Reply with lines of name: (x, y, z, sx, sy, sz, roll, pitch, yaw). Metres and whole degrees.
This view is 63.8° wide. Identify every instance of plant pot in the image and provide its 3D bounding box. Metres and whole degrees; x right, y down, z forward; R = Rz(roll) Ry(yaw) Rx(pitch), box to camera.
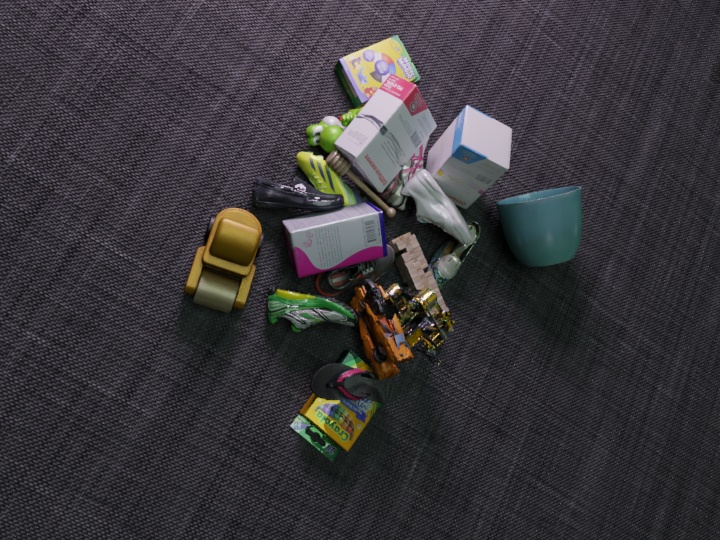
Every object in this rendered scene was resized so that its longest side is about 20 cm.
plant pot: (0.437, -0.101, 1.390, 0.198, 0.200, 0.163, -15, 100, -21)

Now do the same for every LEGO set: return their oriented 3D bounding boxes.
LEGO set: (0.099, 0.116, 1.244, 0.116, 0.199, 0.155, -39, 116, -20)

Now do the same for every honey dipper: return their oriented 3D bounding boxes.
honey dipper: (0.006, -0.184, 1.269, 0.200, 0.038, 0.038, 41, 71, -21)

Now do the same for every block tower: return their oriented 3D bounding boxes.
block tower: (0.130, 0.015, 1.324, 0.057, 0.054, 0.202, -24, 87, -20)

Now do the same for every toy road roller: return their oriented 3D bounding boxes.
toy road roller: (-0.263, -0.025, 1.146, 0.121, 0.146, 0.203, 18, 77, -16)

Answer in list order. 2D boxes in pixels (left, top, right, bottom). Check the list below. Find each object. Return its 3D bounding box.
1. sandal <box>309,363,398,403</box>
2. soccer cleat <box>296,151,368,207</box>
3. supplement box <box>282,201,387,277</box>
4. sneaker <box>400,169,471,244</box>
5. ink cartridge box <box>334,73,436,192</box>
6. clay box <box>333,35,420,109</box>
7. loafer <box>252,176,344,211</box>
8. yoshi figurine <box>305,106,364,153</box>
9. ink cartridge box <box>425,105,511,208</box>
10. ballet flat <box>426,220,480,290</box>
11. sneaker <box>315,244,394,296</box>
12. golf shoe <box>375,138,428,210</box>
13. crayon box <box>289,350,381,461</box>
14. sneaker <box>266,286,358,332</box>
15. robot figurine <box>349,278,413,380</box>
sandal: (-0.007, 0.236, 1.201, 0.197, 0.045, 0.076, 10, 79, -18)
soccer cleat: (-0.071, -0.180, 1.281, 0.200, 0.065, 0.084, 41, 74, -10)
supplement box: (-0.055, -0.068, 1.224, 0.197, 0.103, 0.103, -14, 113, -15)
sneaker: (0.172, -0.128, 1.320, 0.088, 0.075, 0.201, -36, 100, 18)
ink cartridge box: (0.056, -0.295, 1.261, 0.201, 0.084, 0.145, -50, 145, -2)
clay box: (0.050, -0.476, 1.374, 0.199, 0.048, 0.116, -31, 93, -20)
loafer: (-0.132, -0.164, 1.233, 0.197, 0.068, 0.072, 4, 99, -2)
yoshi figurine: (-0.021, -0.309, 1.297, 0.198, 0.112, 0.114, -20, 96, -18)
ink cartridge box: (0.238, -0.251, 1.342, 0.127, 0.200, 0.127, 22, 58, -15)
ballet flat: (0.221, -0.041, 1.365, 0.074, 0.074, 0.201, 35, 73, -12)
sneaker: (0.000, 0.000, 1.271, 0.198, 0.082, 0.078, -29, 93, -21)
golf shoe: (0.112, -0.237, 1.357, 0.092, 0.072, 0.202, 33, 80, -29)
crayon box: (-0.040, 0.289, 1.234, 0.125, 0.052, 0.201, 41, 72, -10)
sneaker: (-0.102, 0.091, 1.224, 0.197, 0.078, 0.087, 10, 90, 2)
robot figurine: (0.036, 0.119, 1.222, 0.058, 0.145, 0.202, -6, 60, -30)
